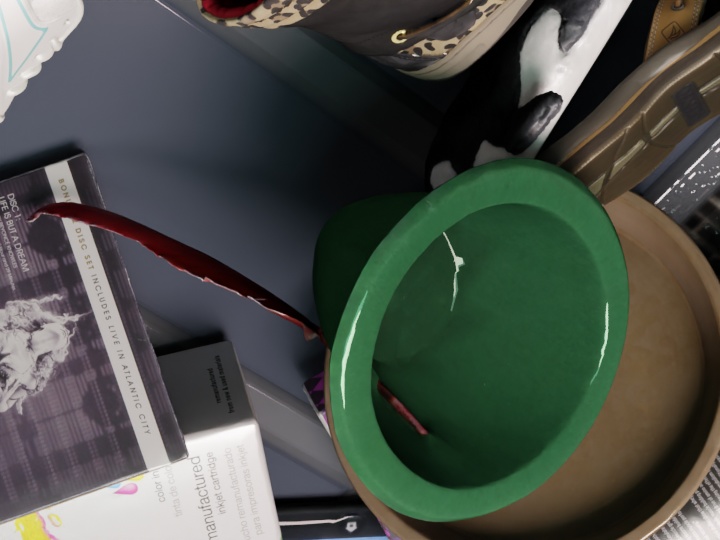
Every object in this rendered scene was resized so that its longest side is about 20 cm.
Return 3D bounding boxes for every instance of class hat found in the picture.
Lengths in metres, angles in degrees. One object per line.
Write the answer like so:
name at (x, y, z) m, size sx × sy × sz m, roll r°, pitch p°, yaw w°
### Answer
hat at (0.000, 0.000, 1.056) m, size 0.166 × 0.176 × 0.200 m, roll -50°, pitch 132°, yaw -11°

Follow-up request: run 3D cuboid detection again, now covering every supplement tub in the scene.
supplement tub at (0.161, 0.109, 1.134) m, size 0.200 × 0.123 × 0.123 m, roll -36°, pitch 128°, yaw 2°

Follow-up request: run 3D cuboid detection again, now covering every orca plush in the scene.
orca plush at (0.073, -0.109, 1.038) m, size 0.071 × 0.105 × 0.200 m, roll 32°, pitch 125°, yaw 3°

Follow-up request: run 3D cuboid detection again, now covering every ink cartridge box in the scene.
ink cartridge box at (-0.141, 0.135, 1.127) m, size 0.199 × 0.084 × 0.145 m, roll -13°, pitch 120°, yaw -5°

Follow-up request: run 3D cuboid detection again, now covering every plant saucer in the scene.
plant saucer at (0.081, 0.049, 1.093) m, size 0.200 × 0.201 × 0.029 m, roll -29°, pitch 157°, yaw 5°

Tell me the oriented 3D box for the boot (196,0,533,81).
boot at (0.032, -0.163, 0.950) m, size 0.150 × 0.073 × 0.200 m, roll 3°, pitch 140°, yaw -47°

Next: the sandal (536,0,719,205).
sandal at (0.154, -0.101, 1.076) m, size 0.200 × 0.055 × 0.082 m, roll -38°, pitch 153°, yaw 3°

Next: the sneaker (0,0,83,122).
sneaker at (-0.158, -0.101, 0.973) m, size 0.080 × 0.071 × 0.201 m, roll 2°, pitch 124°, yaw -22°

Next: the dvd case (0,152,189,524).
dvd case at (-0.196, 0.048, 1.047) m, size 0.199 × 0.016 × 0.149 m, roll -19°, pitch 91°, yaw -5°

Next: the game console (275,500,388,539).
game console at (-0.018, 0.200, 1.260) m, size 0.199 × 0.031 × 0.177 m, roll -1°, pitch 125°, yaw -17°

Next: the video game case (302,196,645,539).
video game case at (0.095, 0.081, 1.191) m, size 0.199 × 0.036 × 0.182 m, roll -28°, pitch 124°, yaw -1°
